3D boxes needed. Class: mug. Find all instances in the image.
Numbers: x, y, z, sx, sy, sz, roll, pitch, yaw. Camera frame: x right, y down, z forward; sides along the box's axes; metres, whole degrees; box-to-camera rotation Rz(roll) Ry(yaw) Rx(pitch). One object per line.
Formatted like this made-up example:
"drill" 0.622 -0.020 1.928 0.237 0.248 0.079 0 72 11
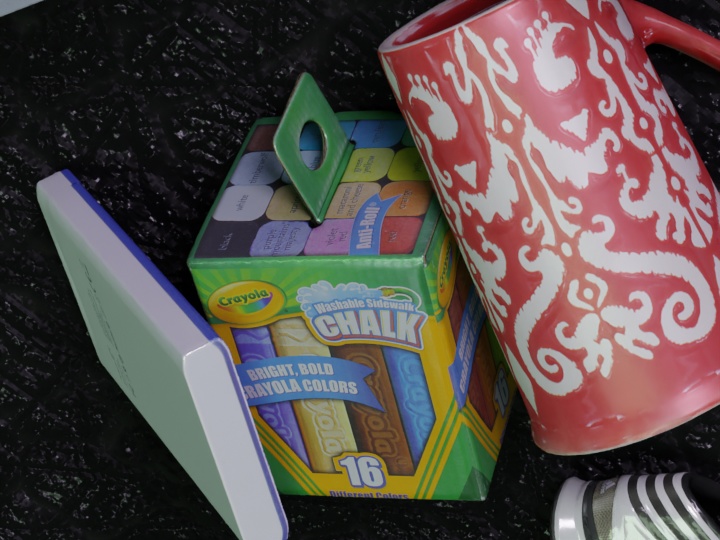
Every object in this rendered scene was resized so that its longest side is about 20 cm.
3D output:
"mug" 0.111 -0.045 1.008 0.133 0.177 0.201 -12 110 52

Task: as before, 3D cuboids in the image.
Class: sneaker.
"sneaker" 0.190 0.194 1.205 0.115 0.076 0.201 -11 121 28

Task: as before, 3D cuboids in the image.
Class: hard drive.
"hard drive" -0.105 0.044 1.127 0.025 0.200 0.133 -27 127 -15

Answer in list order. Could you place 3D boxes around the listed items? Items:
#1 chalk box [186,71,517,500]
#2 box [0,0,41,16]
"chalk box" 0.000 0.000 1.079 0.123 0.125 0.201 0 129 19
"box" -0.097 -0.182 0.911 0.155 0.201 0.041 -16 122 29
